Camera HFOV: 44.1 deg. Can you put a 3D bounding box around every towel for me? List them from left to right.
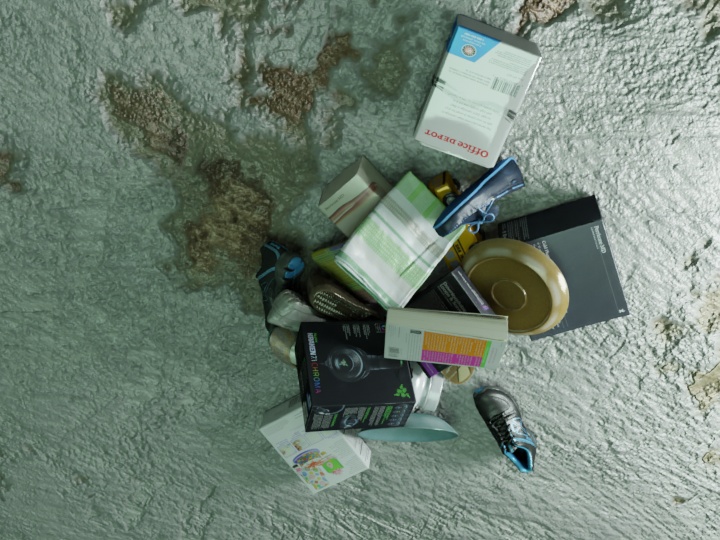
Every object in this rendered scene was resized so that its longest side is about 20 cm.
[{"bbox_3d":[0.000,0.000,1.590,0.144,0.023,0.200,44,155,-14],"label":"towel"},{"bbox_3d":[0.070,-0.046,1.490,0.149,0.031,0.200,42,81,-15],"label":"towel"}]

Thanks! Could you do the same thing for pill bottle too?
[{"bbox_3d":[0.055,0.207,1.710,0.198,0.112,0.113,13,119,-2],"label":"pill bottle"}]

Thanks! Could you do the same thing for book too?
[{"bbox_3d":[0.141,0.120,1.502,0.198,0.048,0.134,6,148,3],"label":"book"}]

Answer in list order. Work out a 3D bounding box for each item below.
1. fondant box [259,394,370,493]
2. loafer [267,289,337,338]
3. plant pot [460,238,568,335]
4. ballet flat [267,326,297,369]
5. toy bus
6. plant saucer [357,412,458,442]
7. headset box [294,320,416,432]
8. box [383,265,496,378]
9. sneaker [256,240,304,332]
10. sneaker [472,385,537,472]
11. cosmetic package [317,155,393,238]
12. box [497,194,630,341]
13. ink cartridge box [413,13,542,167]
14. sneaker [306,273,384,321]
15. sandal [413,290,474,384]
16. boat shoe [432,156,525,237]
[{"bbox_3d":[-0.092,0.351,1.834,0.144,0.058,0.201,-29,111,19],"label":"fondant box"},{"bbox_3d":[-0.101,0.092,1.644,0.070,0.070,0.200,-48,143,8],"label":"loafer"},{"bbox_3d":[0.258,0.036,1.531,0.199,0.028,0.201,18,131,22],"label":"plant pot"},{"bbox_3d":[-0.102,0.164,1.693,0.067,0.068,0.200,20,163,36],"label":"ballet flat"},{"bbox_3d":[0.169,-0.071,1.577,0.078,0.065,0.201,-22,114,19],"label":"toy bus"},{"bbox_3d":[0.094,0.308,1.756,0.199,0.039,0.201,0,162,0],"label":"plant saucer"},{"bbox_3d":[-0.006,0.186,1.581,0.198,0.175,0.093,1,143,-14],"label":"headset box"},{"bbox_3d":[0.149,0.096,1.594,0.143,0.036,0.200,53,135,0],"label":"box"},{"bbox_3d":[-0.154,0.033,1.668,0.082,0.073,0.201,35,132,28],"label":"sneaker"},{"bbox_3d":[0.292,0.312,1.758,0.073,0.082,0.200,-31,109,22],"label":"sneaker"},{"bbox_3d":[0.031,-0.089,1.568,0.103,0.087,0.200,-39,108,24],"label":"cosmetic package"},{"bbox_3d":[0.358,-0.003,1.570,0.181,0.104,0.201,-16,116,16],"label":"box"},{"bbox_3d":[0.186,-0.290,1.446,0.145,0.084,0.201,19,119,-5],"label":"ink cartridge box"},{"bbox_3d":[-0.022,0.067,1.653,0.070,0.076,0.200,-40,127,13],"label":"sneaker"},{"bbox_3d":[0.151,0.122,1.689,0.080,0.054,0.200,-37,94,2],"label":"sandal"},{"bbox_3d":[0.208,-0.113,1.484,0.200,0.084,0.069,-40,99,-18],"label":"boat shoe"}]
